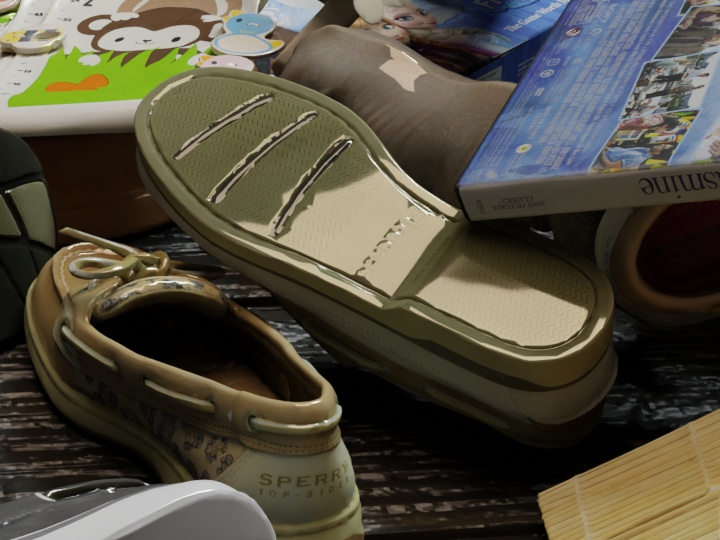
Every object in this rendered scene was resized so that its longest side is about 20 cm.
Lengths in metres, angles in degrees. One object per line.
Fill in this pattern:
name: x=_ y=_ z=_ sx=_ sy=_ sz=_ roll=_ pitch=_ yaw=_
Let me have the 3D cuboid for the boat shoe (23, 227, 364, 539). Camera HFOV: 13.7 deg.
boat shoe: x=-0.054 y=0.029 z=1.000 sx=0.073 sy=0.063 sz=0.200 roll=-12 pitch=29 yaw=-28

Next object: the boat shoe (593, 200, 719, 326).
boat shoe: x=0.174 y=-0.034 z=1.011 sx=0.200 sy=0.074 sz=0.069 roll=-29 pitch=2 yaw=5

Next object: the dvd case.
dvd case: x=0.144 y=-0.069 z=0.999 sx=0.200 sy=0.018 sz=0.143 roll=-5 pitch=33 yaw=30

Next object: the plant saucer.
plant saucer: x=-0.145 y=-0.067 z=1.217 sx=0.200 sy=0.038 sz=0.200 roll=4 pitch=26 yaw=-2

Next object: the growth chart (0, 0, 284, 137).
growth chart: x=-0.101 y=-0.090 z=1.182 sx=0.144 sy=0.018 sz=0.200 roll=-7 pitch=24 yaw=4

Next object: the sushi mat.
sushi mat: x=0.144 y=0.054 z=0.913 sx=0.200 sy=0.012 sz=0.096 roll=-27 pitch=23 yaw=15

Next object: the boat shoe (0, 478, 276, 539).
boat shoe: x=-0.118 y=0.099 z=0.851 sx=0.200 sy=0.070 sz=0.066 roll=-21 pitch=18 yaw=-36

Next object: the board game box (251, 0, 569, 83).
board game box: x=0.009 y=-0.122 z=1.343 sx=0.199 sy=0.043 sz=0.200 roll=19 pitch=30 yaw=29

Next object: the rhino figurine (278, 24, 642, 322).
rhino figurine: x=0.045 y=-0.032 z=1.113 sx=0.200 sy=0.088 sz=0.060 roll=22 pitch=32 yaw=31

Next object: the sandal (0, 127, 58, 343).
sandal: x=-0.180 y=0.001 z=1.032 sx=0.057 sy=0.080 sz=0.201 roll=7 pitch=23 yaw=39

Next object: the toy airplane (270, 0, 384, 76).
toy airplane: x=0.054 y=-0.176 z=1.204 sx=0.199 sy=0.141 sz=0.200 roll=-29 pitch=27 yaw=37

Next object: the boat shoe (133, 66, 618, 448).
boat shoe: x=0.000 y=0.000 z=1.040 sx=0.200 sy=0.068 sz=0.075 roll=33 pitch=60 yaw=29
